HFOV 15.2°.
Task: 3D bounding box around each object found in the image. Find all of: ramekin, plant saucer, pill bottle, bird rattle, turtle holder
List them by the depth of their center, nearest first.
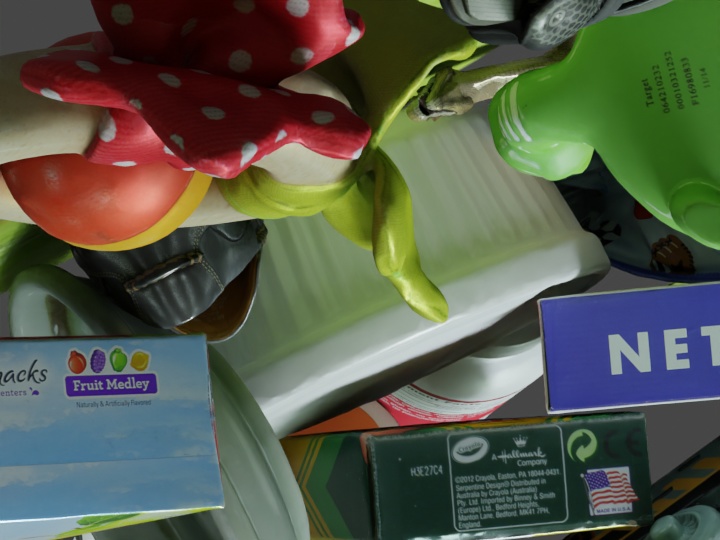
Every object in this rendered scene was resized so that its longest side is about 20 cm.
[{"bbox_3d":[-0.053,-0.034,0.763,0.163,0.113,0.200,-9,176,24],"label":"bird rattle"},{"bbox_3d":[0.146,-0.064,0.968,0.185,0.141,0.132,-42,168,15],"label":"turtle holder"},{"bbox_3d":[-0.068,0.079,1.055,0.050,0.201,0.200,-28,175,-19],"label":"plant saucer"},{"bbox_3d":[0.000,0.000,1.165,0.202,0.094,0.202,-23,172,-3],"label":"ramekin"},{"bbox_3d":[0.046,0.018,1.369,0.112,0.113,0.200,-22,172,-15],"label":"pill bottle"}]

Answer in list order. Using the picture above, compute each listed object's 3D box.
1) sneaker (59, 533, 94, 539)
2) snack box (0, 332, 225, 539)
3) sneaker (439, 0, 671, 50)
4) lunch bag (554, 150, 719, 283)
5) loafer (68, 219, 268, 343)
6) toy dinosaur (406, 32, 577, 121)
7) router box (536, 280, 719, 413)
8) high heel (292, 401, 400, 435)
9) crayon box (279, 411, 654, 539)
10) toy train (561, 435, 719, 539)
[{"bbox_3d":[-0.146,0.111,1.262,0.098,0.201,0.071,26,151,-34],"label":"sneaker"},{"bbox_3d":[-0.172,0.068,0.933,0.168,0.068,0.200,0,169,-39],"label":"snack box"},{"bbox_3d":[0.086,-0.112,0.715,0.114,0.076,0.199,-27,-179,-40],"label":"sneaker"},{"bbox_3d":[0.197,-0.061,1.239,0.200,0.124,0.170,-14,-178,40],"label":"lunch bag"},{"bbox_3d":[-0.068,-0.005,0.989,0.073,0.072,0.200,-26,173,8],"label":"loafer"},{"bbox_3d":[0.108,-0.070,1.101,0.200,0.058,0.101,17,145,-38],"label":"toy dinosaur"},{"bbox_3d":[0.184,0.029,1.174,0.199,0.049,0.179,-5,177,10],"label":"router box"},{"bbox_3d":[-0.081,0.081,1.391,0.199,0.068,0.096,12,161,-9],"label":"high heel"},{"bbox_3d":[0.037,0.094,1.214,0.126,0.051,0.200,-4,176,-16],"label":"crayon box"},{"bbox_3d":[0.147,0.128,1.180,0.200,0.085,0.114,-38,-162,6],"label":"toy train"}]
